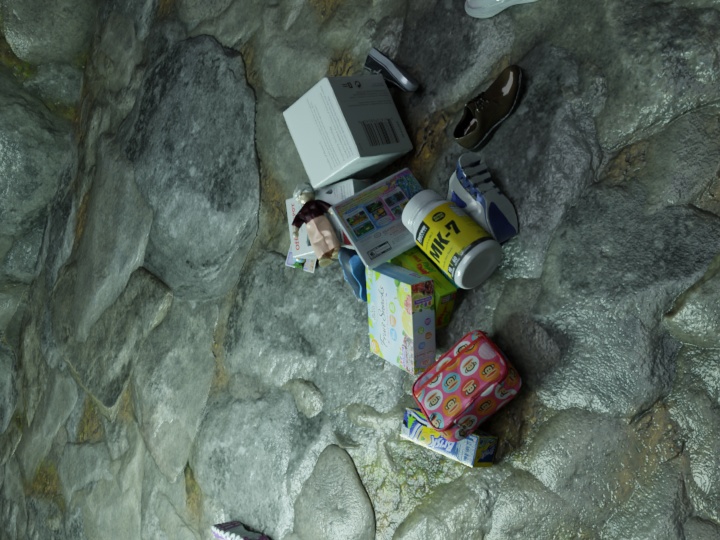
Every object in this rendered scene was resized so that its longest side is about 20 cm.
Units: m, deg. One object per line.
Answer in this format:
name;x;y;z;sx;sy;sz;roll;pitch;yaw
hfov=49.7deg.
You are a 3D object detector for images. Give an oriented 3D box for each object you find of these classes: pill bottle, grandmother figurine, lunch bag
pill bottle;0.178;-0.067;1.556;0.200;0.114;0.115;47;115;33
grandmother figurine;-0.103;-0.110;1.757;0.120;0.061;0.202;-23;71;1
lunch bag;0.203;0.220;1.541;0.200;0.082;0.176;-43;36;7

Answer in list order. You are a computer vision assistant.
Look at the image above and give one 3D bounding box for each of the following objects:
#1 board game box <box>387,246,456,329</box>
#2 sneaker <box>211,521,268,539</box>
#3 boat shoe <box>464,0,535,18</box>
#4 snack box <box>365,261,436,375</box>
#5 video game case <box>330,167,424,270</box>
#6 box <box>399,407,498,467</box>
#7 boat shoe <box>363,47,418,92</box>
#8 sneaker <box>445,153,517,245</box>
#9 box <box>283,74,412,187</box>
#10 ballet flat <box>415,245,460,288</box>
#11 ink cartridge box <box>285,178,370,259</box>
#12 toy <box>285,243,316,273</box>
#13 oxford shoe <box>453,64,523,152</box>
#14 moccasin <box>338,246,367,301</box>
board game box;0.124;0.024;1.684;0.200;0.047;0.102;50;145;38
sneaker;-0.319;0.715;2.018;0.199;0.080;0.090;7;96;44
boat shoe;0.292;-0.583;1.636;0.199;0.068;0.073;9;89;45
snack box;0.085;0.099;1.663;0.168;0.067;0.202;24;121;54
video game case;0.061;-0.115;1.684;0.199;0.024;0.183;-28;59;-7
box;0.178;0.338;1.588;0.199;0.070;0.065;14;91;45
boat shoe;0.065;-0.458;1.836;0.068;0.073;0.200;-55;49;17
sneaker;0.240;-0.131;1.611;0.201;0.080;0.115;65;150;13
box;-0.028;-0.320;1.779;0.171;0.198;0.202;-29;82;43
ballet flat;0.179;-0.039;1.657;0.200;0.073;0.073;47;116;45
ink cartridge box;-0.069;-0.116;1.815;0.199;0.083;0.146;-13;81;33
toy;-0.146;-0.103;2.005;0.115;0.047;0.202;14;94;44
oxford shoe;0.264;-0.340;1.612;0.201;0.084;0.073;-57;47;19
moccasin;0.000;0.000;1.752;0.080;0.201;0.068;-42;62;-14
